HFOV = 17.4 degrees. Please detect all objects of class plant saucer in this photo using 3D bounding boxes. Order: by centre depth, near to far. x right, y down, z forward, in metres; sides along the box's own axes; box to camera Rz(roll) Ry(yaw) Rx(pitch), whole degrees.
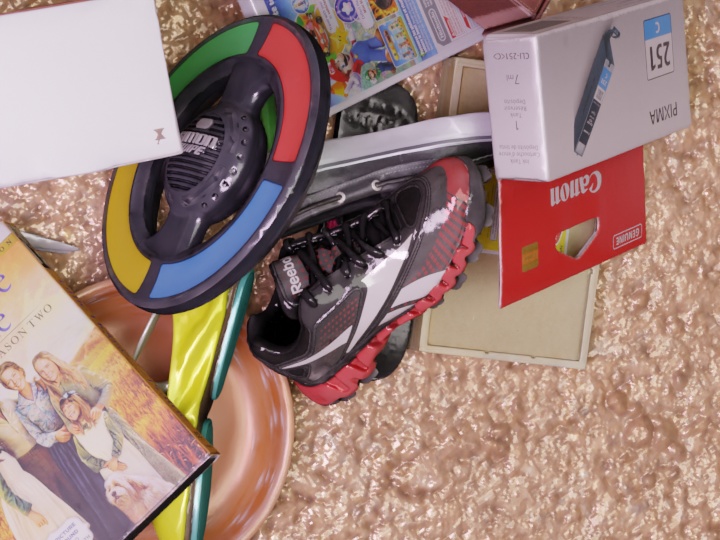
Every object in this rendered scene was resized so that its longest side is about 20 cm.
[{"bbox_3d":[-0.142,0.102,1.522,0.199,0.037,0.202,-1,93,-19],"label":"plant saucer"}]

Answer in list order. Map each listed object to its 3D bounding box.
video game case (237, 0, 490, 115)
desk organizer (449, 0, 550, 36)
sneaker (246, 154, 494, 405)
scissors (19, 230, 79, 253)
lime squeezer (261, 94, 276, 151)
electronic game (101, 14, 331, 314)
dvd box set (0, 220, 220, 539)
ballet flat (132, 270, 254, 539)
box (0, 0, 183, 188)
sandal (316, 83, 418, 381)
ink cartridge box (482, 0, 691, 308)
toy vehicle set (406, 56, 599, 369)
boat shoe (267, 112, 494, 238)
[{"bbox_3d":[0.009,-0.196,1.544,0.199,0.018,0.144,-28,101,-30],"label":"video game case"},{"bbox_3d":[0.118,-0.261,1.555,0.077,0.072,0.201,36,73,-20],"label":"desk organizer"},{"bbox_3d":[0.000,0.000,1.478,0.098,0.071,0.201,22,122,-36],"label":"sneaker"},{"bbox_3d":[-0.277,-0.038,1.484,0.199,0.014,0.074,-4,92,-16],"label":"scissors"},{"bbox_3d":[-0.036,-0.149,1.546,0.070,0.038,0.201,28,81,-14],"label":"lime squeezer"},{"bbox_3d":[-0.091,-0.066,1.450,0.042,0.200,0.201,30,83,-35],"label":"electronic game"},{"bbox_3d":[-0.205,0.090,1.450,0.146,0.029,0.200,-43,80,1],"label":"dvd box set"},{"bbox_3d":[-0.116,0.084,1.485,0.067,0.067,0.201,10,86,3],"label":"ballet flat"},{"bbox_3d":[-0.195,-0.105,1.411,0.124,0.200,0.098,-12,96,-17],"label":"box"},{"bbox_3d":[0.006,-0.027,1.560,0.075,0.045,0.201,3,91,-18],"label":"sandal"},{"bbox_3d":[0.153,-0.082,1.539,0.200,0.045,0.177,-22,111,-52],"label":"ink cartridge box"},{"bbox_3d":[0.105,-0.038,1.601,0.123,0.026,0.201,8,90,-18],"label":"toy vehicle set"},{"bbox_3d":[0.021,-0.060,1.523,0.199,0.069,0.057,-11,84,-9],"label":"boat shoe"}]
